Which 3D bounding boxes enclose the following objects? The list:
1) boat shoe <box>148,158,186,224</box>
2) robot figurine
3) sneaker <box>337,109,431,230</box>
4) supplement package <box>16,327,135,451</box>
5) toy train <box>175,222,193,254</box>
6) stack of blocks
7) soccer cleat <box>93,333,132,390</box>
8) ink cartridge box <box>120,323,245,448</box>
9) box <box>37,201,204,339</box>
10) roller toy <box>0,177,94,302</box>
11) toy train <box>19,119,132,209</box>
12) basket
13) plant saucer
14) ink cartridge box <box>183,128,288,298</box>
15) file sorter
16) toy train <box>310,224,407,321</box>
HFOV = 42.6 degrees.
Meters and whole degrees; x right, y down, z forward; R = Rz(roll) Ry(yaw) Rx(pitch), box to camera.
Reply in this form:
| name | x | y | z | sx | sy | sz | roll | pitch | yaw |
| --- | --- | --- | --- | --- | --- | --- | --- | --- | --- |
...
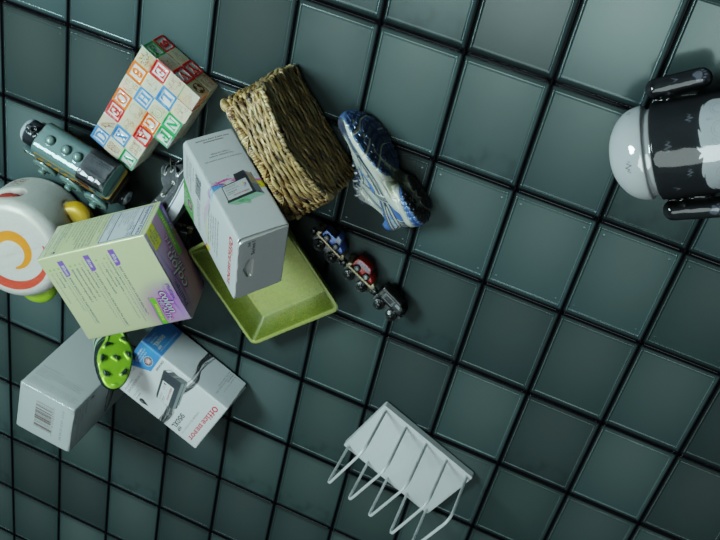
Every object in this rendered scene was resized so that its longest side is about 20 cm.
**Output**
| name | x | y | z | sx | sy | sz | roll | pitch | yaw |
| --- | --- | --- | --- | --- | --- | --- | --- | --- | --- |
| boat shoe | -0.294 | -0.145 | 1.488 | 0.066 | 0.070 | 0.200 | 38 | 134 | -4 |
| robot figurine | 0.410 | -0.154 | 1.140 | 0.199 | 0.151 | 0.125 | -7 | 153 | 26 |
| sneaker | 0.016 | -0.138 | 1.350 | 0.085 | 0.077 | 0.201 | -22 | 108 | 37 |
| supplement package | -0.525 | 0.213 | 1.716 | 0.117 | 0.200 | 0.117 | 25 | 126 | 8 |
| toy train | -0.315 | -0.005 | 1.591 | 0.034 | 0.046 | 0.201 | 16 | 128 | -5 |
| stack of blocks | -0.323 | -0.248 | 1.438 | 0.115 | 0.059 | 0.200 | 41 | 126 | -5 |
| soccer cleat | -0.452 | 0.134 | 1.668 | 0.067 | 0.201 | 0.081 | 0 | 144 | -24 |
| ink cartridge box | -0.332 | 0.208 | 1.702 | 0.200 | 0.084 | 0.145 | 39 | 126 | -3 |
| box | -0.388 | 0.002 | 1.516 | 0.199 | 0.097 | 0.177 | -11 | 125 | 17 |
| roller toy | -0.575 | -0.064 | 1.610 | 0.182 | 0.140 | 0.200 | 33 | 119 | -6 |
| toy train | -0.462 | -0.176 | 1.504 | 0.199 | 0.085 | 0.114 | 32 | 165 | 5 |
| basket | -0.129 | -0.171 | 1.348 | 0.148 | 0.143 | 0.201 | -20 | 110 | 31 |
| plant saucer | -0.153 | 0.004 | 1.523 | 0.199 | 0.048 | 0.200 | -23 | 108 | 33 |
| ink cartridge box | -0.188 | -0.084 | 1.370 | 0.201 | 0.084 | 0.145 | 58 | 154 | 28 |
| file sorter | 0.066 | 0.361 | 1.597 | 0.200 | 0.125 | 0.139 | 39 | 127 | -3 |
| toy train | 0.000 | 0.000 | 1.456 | 0.200 | 0.034 | 0.046 | 45 | 118 | -8 |
